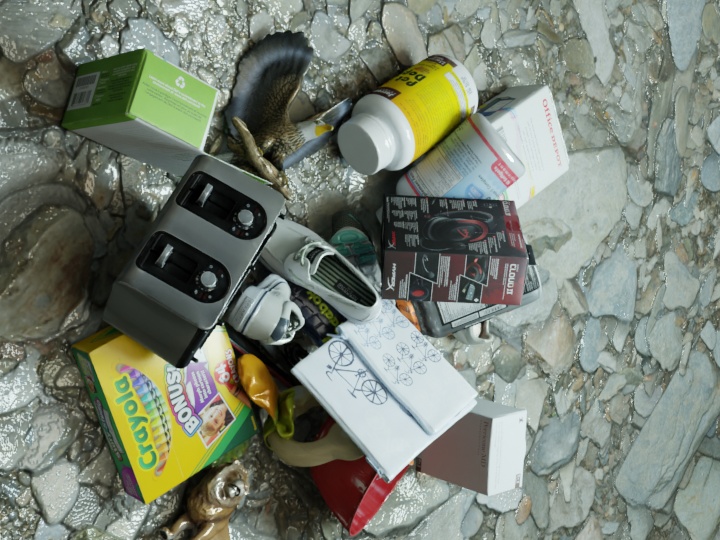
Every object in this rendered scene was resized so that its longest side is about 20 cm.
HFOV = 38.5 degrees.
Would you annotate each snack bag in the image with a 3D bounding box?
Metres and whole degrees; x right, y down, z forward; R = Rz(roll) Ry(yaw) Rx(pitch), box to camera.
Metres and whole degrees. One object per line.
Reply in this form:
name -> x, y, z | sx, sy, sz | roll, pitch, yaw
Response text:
snack bag -> 0.030, 0.139, 1.276 | 0.189, 0.021, 0.199 | 48, 47, 11

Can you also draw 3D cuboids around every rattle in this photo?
rattle -> -0.035, 0.163, 1.262 | 0.130, 0.198, 0.144 | -35, 125, -47

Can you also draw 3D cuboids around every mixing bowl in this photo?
mixing bowl -> 0.001, 0.242, 1.385 | 0.201, 0.108, 0.201 | -52, 163, -23

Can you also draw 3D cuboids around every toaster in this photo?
toaster -> -0.182, -0.005, 1.131 | 0.118, 0.200, 0.182 | 32, 64, -6

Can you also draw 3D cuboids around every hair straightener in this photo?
hair straightener -> -0.095, 0.111, 1.334 | 0.077, 0.041, 0.200 | -33, 125, 13

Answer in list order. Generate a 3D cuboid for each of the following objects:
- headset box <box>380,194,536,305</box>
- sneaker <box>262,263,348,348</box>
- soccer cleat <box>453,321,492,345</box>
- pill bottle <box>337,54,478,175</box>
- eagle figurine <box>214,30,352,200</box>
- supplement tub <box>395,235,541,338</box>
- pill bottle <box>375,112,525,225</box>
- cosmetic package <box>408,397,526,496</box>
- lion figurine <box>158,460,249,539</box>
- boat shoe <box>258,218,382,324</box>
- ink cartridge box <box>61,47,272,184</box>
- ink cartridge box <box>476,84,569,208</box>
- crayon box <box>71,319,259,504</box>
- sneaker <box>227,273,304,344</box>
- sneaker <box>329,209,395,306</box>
headset box -> 0.125, -0.028, 1.322 | 0.197, 0.149, 0.076 | 2, 122, -1
sneaker -> -0.070, 0.034, 1.355 | 0.074, 0.082, 0.201 | -34, 98, -14
soccer cleat -> 0.163, 0.014, 1.548 | 0.069, 0.077, 0.202 | -19, 107, -38
pill bottle -> 0.063, -0.210, 1.413 | 0.200, 0.109, 0.110 | -37, 118, -33
eagle figurine -> -0.096, -0.178, 1.287 | 0.153, 0.149, 0.201 | 108, -3, -45
supplement tub -> 0.144, 0.018, 1.457 | 0.198, 0.123, 0.124 | -20, 112, 0
pill bottle -> 0.121, -0.114, 1.426 | 0.200, 0.109, 0.109 | -41, 128, 13
cosmetic package -> 0.136, 0.237, 1.468 | 0.081, 0.199, 0.114 | -2, 96, -41
lion figurine -> -0.183, 0.344, 1.295 | 0.122, 0.072, 0.202 | -32, 130, -49
boat shoe -> -0.053, -0.011, 1.281 | 0.199, 0.067, 0.074 | 32, 71, 4
ink cartridge box -> -0.207, -0.162, 1.154 | 0.199, 0.147, 0.077 | 23, 76, -41
ink cartridge box -> 0.216, -0.177, 1.569 | 0.199, 0.087, 0.147 | -35, 117, -31
crayon box -> -0.228, 0.144, 1.229 | 0.172, 0.058, 0.202 | -30, 113, -35
sneaker -> -0.103, 0.055, 1.206 | 0.070, 0.200, 0.073 | 34, 98, 2
sneaker -> 0.000, 0.000, 1.406 | 0.077, 0.092, 0.201 | -11, 131, 0
